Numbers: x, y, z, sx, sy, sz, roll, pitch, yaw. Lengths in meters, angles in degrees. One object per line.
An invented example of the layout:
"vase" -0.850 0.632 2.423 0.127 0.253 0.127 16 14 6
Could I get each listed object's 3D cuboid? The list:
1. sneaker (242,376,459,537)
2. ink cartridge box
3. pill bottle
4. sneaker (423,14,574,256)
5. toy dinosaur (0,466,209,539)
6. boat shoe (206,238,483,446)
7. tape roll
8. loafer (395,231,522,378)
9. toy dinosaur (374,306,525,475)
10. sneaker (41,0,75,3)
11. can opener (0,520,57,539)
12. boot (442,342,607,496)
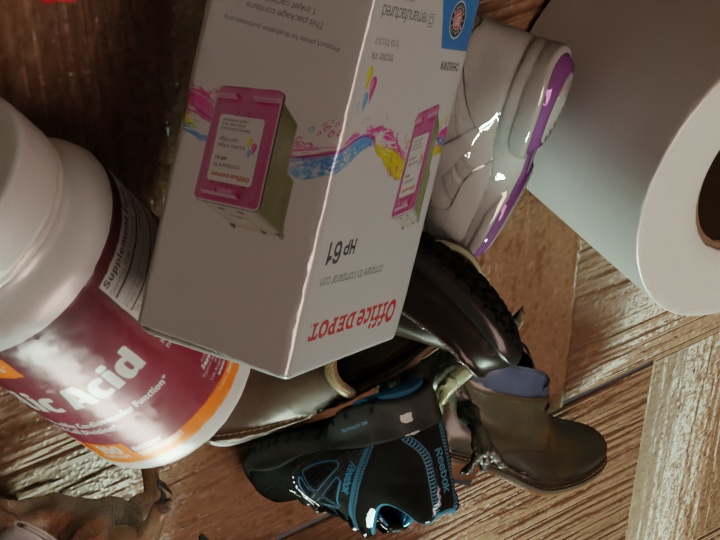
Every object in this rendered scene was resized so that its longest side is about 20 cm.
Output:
"sneaker" -0.010 0.127 0.963 0.073 0.083 0.200 -18 174 -30
"ink cartridge box" -0.019 -0.062 0.743 0.144 0.084 0.202 -14 121 -67
"pill bottle" -0.148 0.008 0.786 0.114 0.114 0.200 -43 139 -1
"sneaker" 0.058 -0.079 0.935 0.075 0.099 0.201 -58 172 -38
"toy dinosaur" -0.144 0.188 0.923 0.135 0.200 0.086 -40 168 -1
"boat shoe" -0.020 0.046 0.924 0.201 0.075 0.075 -31 104 9
"tape roll" 0.206 -0.093 0.979 0.201 0.139 0.204 -22 134 -24
"loafer" 0.000 0.000 0.863 0.072 0.199 0.073 -55 169 10
"toy dinosaur" 0.049 0.083 0.967 0.047 0.200 0.089 -6 82 -27
"sneaker" -0.119 -0.159 0.734 0.199 0.078 0.085 9 137 -42
"can opener" -0.215 0.203 0.878 0.200 0.053 0.067 -44 -171 40
"boot" 0.121 0.100 1.118 0.198 0.075 0.098 7 121 -40
